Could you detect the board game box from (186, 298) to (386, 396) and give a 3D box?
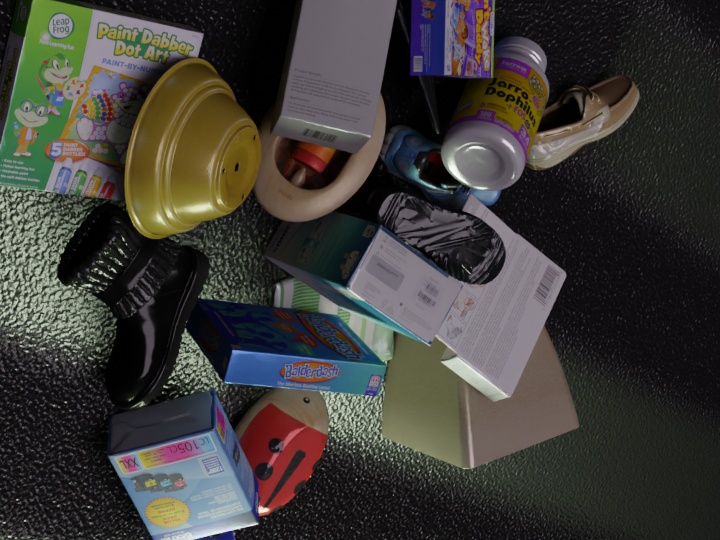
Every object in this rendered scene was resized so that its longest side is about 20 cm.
[{"bbox_3d":[-0.090,0.090,1.529,0.199,0.152,0.045,8,108,-29],"label":"board game box"}]

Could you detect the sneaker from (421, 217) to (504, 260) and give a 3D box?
[{"bbox_3d":[0.097,-0.033,1.684,0.199,0.079,0.080,3,123,-30],"label":"sneaker"}]

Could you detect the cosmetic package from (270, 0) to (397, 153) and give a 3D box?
[{"bbox_3d":[-0.026,-0.242,1.415,0.107,0.085,0.201,13,79,-10],"label":"cosmetic package"}]

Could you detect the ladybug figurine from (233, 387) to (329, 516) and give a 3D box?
[{"bbox_3d":[-0.107,0.238,1.664,0.136,0.072,0.201,29,93,-42],"label":"ladybug figurine"}]

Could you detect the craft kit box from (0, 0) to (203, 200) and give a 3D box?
[{"bbox_3d":[-0.280,-0.176,1.351,0.199,0.048,0.198,5,106,-39],"label":"craft kit box"}]

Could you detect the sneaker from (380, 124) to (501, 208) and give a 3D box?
[{"bbox_3d":[0.113,-0.116,1.646,0.200,0.090,0.079,18,100,-42],"label":"sneaker"}]

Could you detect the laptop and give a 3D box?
[{"bbox_3d":[0.107,-0.300,1.536,0.103,0.200,0.178,-14,130,11],"label":"laptop"}]

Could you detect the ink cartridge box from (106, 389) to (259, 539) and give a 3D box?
[{"bbox_3d":[-0.205,0.252,1.558,0.136,0.077,0.201,-15,128,6],"label":"ink cartridge box"}]

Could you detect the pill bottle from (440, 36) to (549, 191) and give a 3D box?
[{"bbox_3d":[0.173,-0.200,1.598,0.104,0.104,0.200,61,38,-39],"label":"pill bottle"}]

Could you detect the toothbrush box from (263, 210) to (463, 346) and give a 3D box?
[{"bbox_3d":[0.000,0.000,1.528,0.146,0.200,0.086,35,81,-32],"label":"toothbrush box"}]

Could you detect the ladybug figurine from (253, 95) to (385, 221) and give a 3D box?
[{"bbox_3d":[-0.048,-0.144,1.491,0.200,0.135,0.072,-56,177,-10],"label":"ladybug figurine"}]

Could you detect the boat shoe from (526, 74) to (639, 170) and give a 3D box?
[{"bbox_3d":[0.298,-0.213,1.751,0.200,0.074,0.067,-37,134,-17],"label":"boat shoe"}]

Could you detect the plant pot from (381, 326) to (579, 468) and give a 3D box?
[{"bbox_3d":[0.152,0.134,1.738,0.199,0.200,0.178,-15,105,-31],"label":"plant pot"}]

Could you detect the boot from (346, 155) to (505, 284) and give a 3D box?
[{"bbox_3d":[0.067,-0.069,1.567,0.200,0.168,0.077,25,101,-28],"label":"boot"}]

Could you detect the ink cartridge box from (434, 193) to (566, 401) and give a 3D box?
[{"bbox_3d":[0.154,0.034,1.632,0.176,0.045,0.200,38,60,-16],"label":"ink cartridge box"}]

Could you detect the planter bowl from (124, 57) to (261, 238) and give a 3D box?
[{"bbox_3d":[-0.162,-0.120,1.380,0.201,0.083,0.201,-52,151,-44],"label":"planter bowl"}]

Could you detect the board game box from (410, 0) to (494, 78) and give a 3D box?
[{"bbox_3d":[0.108,-0.323,1.478,0.134,0.045,0.201,-13,105,-60],"label":"board game box"}]

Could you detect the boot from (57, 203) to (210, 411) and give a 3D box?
[{"bbox_3d":[-0.271,0.042,1.435,0.158,0.079,0.212,25,85,-49],"label":"boot"}]

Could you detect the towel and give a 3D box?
[{"bbox_3d":[-0.035,0.065,1.668,0.199,0.023,0.153,-10,116,-33],"label":"towel"}]
